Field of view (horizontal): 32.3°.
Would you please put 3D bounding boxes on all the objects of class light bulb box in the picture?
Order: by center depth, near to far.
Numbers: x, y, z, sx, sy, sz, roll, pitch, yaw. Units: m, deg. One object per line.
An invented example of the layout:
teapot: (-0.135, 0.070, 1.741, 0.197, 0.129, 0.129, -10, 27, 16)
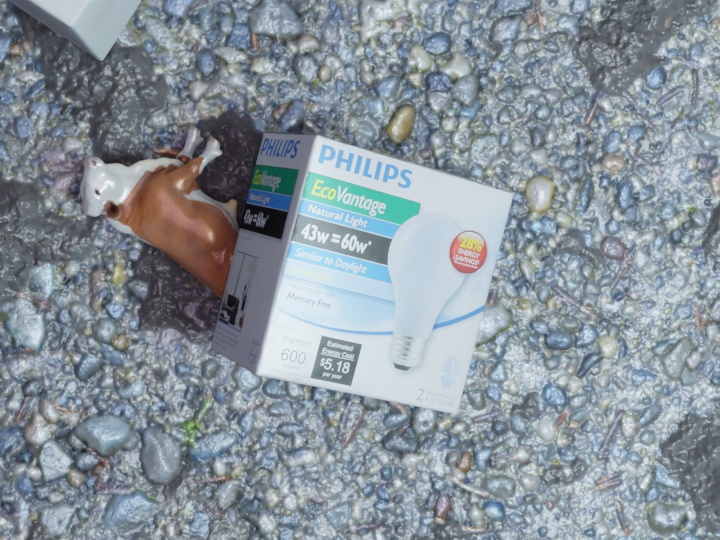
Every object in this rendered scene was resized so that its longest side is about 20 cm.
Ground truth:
light bulb box: (0.000, 0.000, 1.069, 0.198, 0.125, 0.200, 13, 91, -26)

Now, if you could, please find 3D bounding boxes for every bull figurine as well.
bull figurine: (-0.150, -0.054, 1.104, 0.200, 0.065, 0.121, 40, 85, -15)

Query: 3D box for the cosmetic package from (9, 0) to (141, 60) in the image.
cosmetic package: (-0.247, -0.240, 1.022, 0.101, 0.200, 0.071, 34, 88, -6)
